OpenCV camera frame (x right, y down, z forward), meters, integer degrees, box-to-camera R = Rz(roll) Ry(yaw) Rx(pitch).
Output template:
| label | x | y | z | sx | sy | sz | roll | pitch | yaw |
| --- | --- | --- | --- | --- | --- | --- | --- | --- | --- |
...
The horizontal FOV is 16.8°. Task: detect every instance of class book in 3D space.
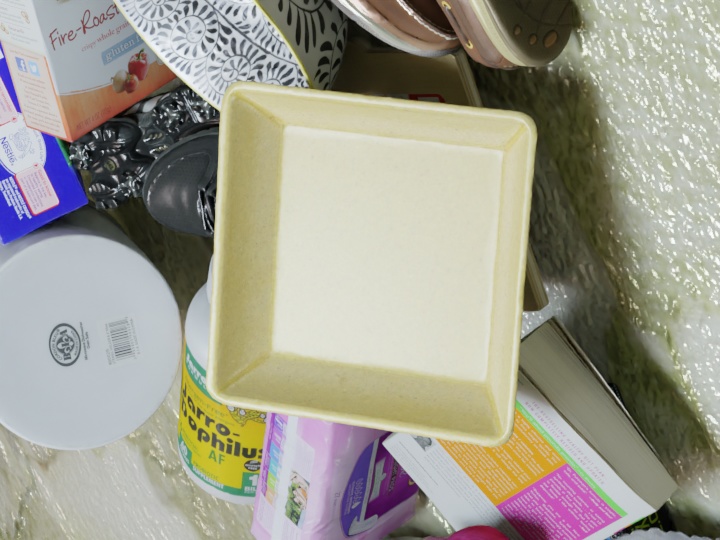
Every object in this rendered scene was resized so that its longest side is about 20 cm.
| label | x | y | z | sx | sy | sz | roll | pitch | yaw |
| --- | --- | --- | --- | --- | --- | --- | --- | --- | --- |
| book | 0.105 | 0.125 | 1.568 | 0.134 | 0.048 | 0.200 | 51 | 147 | 0 |

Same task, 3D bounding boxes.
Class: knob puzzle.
| label | x | y | z | sx | sy | sz | roll | pitch | yaw |
| --- | --- | --- | --- | --- | --- | --- | --- | --- | --- |
| knob puzzle | 0.034 | -0.063 | 1.585 | 0.219 | 0.030 | 0.221 | 34 | 141 | 33 |

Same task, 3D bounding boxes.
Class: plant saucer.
| label | x | y | z | sx | sy | sz | roll | pitch | yaw |
| --- | --- | --- | --- | --- | --- | --- | --- | --- | --- |
| plant saucer | 0.010 | -0.008 | 1.479 | 0.198 | 0.048 | 0.202 | 8 | 103 | 18 |

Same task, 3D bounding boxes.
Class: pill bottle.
| label | x | y | z | sx | sy | sz | roll | pitch | yaw |
| --- | --- | --- | --- | --- | --- | --- | --- | --- | --- |
| pill bottle | -0.073 | 0.068 | 1.762 | 0.113 | 0.113 | 0.201 | 38 | 143 | 24 |

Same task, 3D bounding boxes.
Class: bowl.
| label | x | y | z | sx | sy | sz | roll | pitch | yaw |
| --- | --- | --- | --- | --- | --- | --- | --- | --- | --- |
| bowl | -0.072 | -0.184 | 1.536 | 0.200 | 0.094 | 0.201 | 39 | 162 | 15 |

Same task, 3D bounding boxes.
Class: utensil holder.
| label | x | y | z | sx | sy | sz | roll | pitch | yaw |
| --- | --- | --- | --- | --- | --- | --- | --- | --- | --- |
| utensil holder | -0.228 | 0.035 | 1.819 | 0.171 | 0.169 | 0.200 | 65 | 171 | -15 |

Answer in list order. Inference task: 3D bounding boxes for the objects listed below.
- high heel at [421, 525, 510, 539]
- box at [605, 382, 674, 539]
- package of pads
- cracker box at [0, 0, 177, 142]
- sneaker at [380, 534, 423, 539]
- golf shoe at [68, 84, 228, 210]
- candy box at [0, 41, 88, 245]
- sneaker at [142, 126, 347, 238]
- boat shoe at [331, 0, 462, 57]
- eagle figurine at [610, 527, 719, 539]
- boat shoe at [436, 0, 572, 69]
| label | x | y | z | sx | sy | sz | roll | pitch | yaw |
| --- | --- | --- | --- | --- | --- | --- | --- | --- | --- |
| high heel | 0.121 | 0.244 | 1.598 | 0.200 | 0.068 | 0.096 | 42 | 157 | -19 |
| box | 0.137 | 0.168 | 1.644 | 0.160 | 0.044 | 0.201 | 1 | 119 | 51 |
| package of pads | -0.009 | 0.117 | 1.715 | 0.076 | 0.120 | 0.201 | 42 | 145 | 28 |
| cracker box | -0.186 | -0.207 | 1.645 | 0.057 | 0.134 | 0.201 | 18 | 133 | 42 |
| sneaker | 0.044 | 0.228 | 1.782 | 0.199 | 0.081 | 0.076 | 10 | 113 | 53 |
| golf shoe | -0.109 | -0.101 | 1.690 | 0.199 | 0.094 | 0.078 | -6 | 112 | 38 |
| candy box | -0.269 | -0.131 | 1.794 | 0.200 | 0.077 | 0.170 | -123 | 9 | -70 |
| sneaker | -0.067 | -0.046 | 1.582 | 0.199 | 0.082 | 0.074 | 1 | 119 | 32 |
| boat shoe | 0.001 | -0.215 | 1.457 | 0.200 | 0.076 | 0.072 | 49 | 134 | 1 |
| eagle figurine | 0.228 | 0.243 | 1.518 | 0.200 | 0.150 | 0.153 | -175 | 92 | -72 |
| boat shoe | 0.048 | -0.203 | 1.406 | 0.067 | 0.072 | 0.201 | -10 | 113 | 52 |
